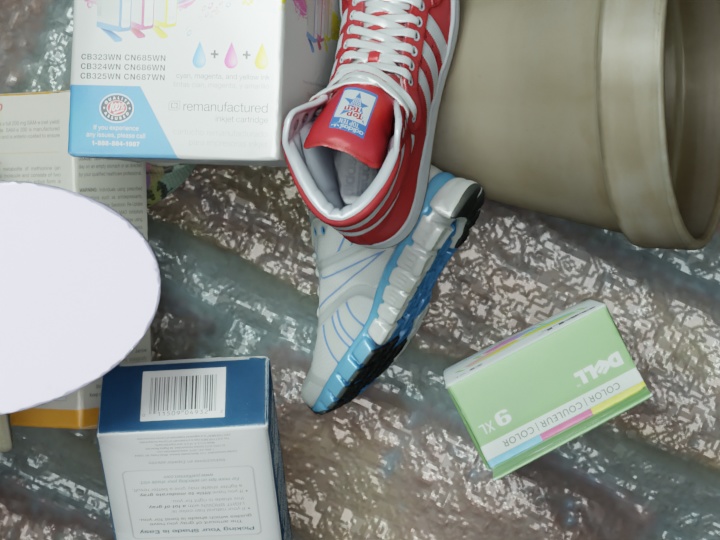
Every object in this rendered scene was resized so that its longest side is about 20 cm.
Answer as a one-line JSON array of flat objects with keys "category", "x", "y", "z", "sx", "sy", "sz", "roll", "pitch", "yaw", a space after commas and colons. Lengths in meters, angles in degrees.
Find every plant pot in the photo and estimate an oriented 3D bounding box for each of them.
[{"category": "plant pot", "x": 0.118, "y": -0.113, "z": 1.672, "sx": 0.173, "sy": 0.200, "sz": 0.200, "roll": 1, "pitch": 92, "yaw": 20}]

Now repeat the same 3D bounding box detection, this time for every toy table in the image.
[{"category": "toy table", "x": -0.213, "y": 0.016, "z": 1.579, "sx": 0.200, "sy": 0.117, "sz": 0.184, "roll": 3, "pitch": 92, "yaw": -6}]

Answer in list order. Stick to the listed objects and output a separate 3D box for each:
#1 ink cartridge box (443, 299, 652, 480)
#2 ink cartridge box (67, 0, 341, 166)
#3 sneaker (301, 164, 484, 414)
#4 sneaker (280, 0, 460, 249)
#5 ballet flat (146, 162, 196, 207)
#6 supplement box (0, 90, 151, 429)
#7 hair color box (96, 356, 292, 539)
[{"category": "ink cartridge box", "x": 0.107, "y": 0.066, "z": 1.657, "sx": 0.104, "sy": 0.200, "sz": 0.059, "roll": -27, "pitch": 90, "yaw": 2}, {"category": "ink cartridge box", "x": -0.084, "y": -0.161, "z": 1.612, "sx": 0.128, "sy": 0.125, "sz": 0.200, "roll": 2, "pitch": 91, "yaw": 16}, {"category": "sneaker", "x": 0.000, "y": 0.000, "z": 1.699, "sx": 0.087, "sy": 0.075, "sz": 0.200, "roll": 37, "pitch": 127, "yaw": 13}, {"category": "sneaker", "x": 0.006, "y": -0.114, "z": 1.574, "sx": 0.071, "sy": 0.112, "sz": 0.200, "roll": 4, "pitch": 88, "yaw": 15}, {"category": "ballet flat", "x": -0.095, "y": -0.120, "z": 1.722, "sx": 0.069, "sy": 0.071, "sz": 0.200, "roll": 36, "pitch": 93, "yaw": -16}, {"category": "supplement box", "x": -0.195, "y": -0.008, "z": 1.706, "sx": 0.126, "sy": 0.074, "sz": 0.200, "roll": 1, "pitch": 93, "yaw": 35}, {"category": "hair color box", "x": -0.094, "y": 0.142, "z": 1.681, "sx": 0.100, "sy": 0.061, "sz": 0.200, "roll": -3, "pitch": 132, "yaw": 2}]
